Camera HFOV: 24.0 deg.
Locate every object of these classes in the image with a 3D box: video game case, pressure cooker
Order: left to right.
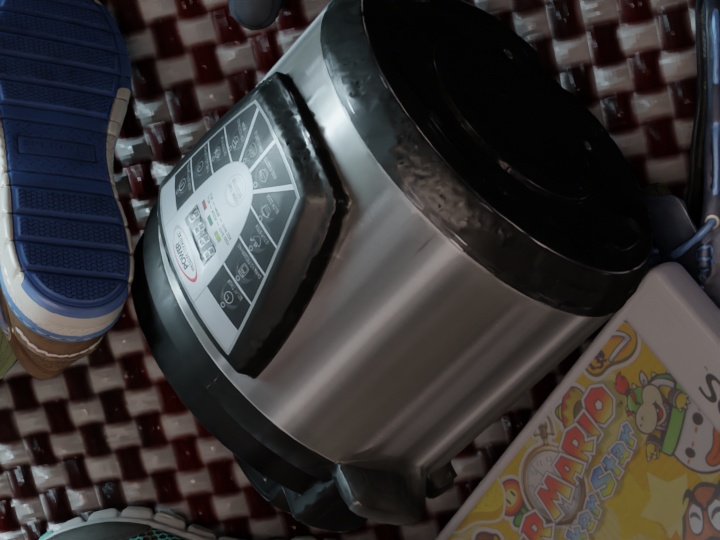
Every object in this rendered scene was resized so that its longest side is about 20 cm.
[{"bbox_3d":[0.002,0.001,0.718,0.179,0.176,0.200,43,119,-5],"label":"pressure cooker"},{"bbox_3d":[0.130,0.130,0.716,0.183,0.023,0.201,52,130,24],"label":"video game case"}]

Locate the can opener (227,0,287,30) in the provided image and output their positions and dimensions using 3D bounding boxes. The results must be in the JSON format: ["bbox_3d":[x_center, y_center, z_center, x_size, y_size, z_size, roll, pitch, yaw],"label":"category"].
[{"bbox_3d":[-0.032,-0.202,0.727,0.078,0.063,0.202,16,109,10],"label":"can opener"}]

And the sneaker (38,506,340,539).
[{"bbox_3d":[-0.088,0.169,0.834,0.197,0.091,0.079,0,106,11],"label":"sneaker"}]

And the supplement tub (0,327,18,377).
[{"bbox_3d":[-0.237,0.020,0.760,0.143,0.200,0.147,3,107,10],"label":"supplement tub"}]

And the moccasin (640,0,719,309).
[{"bbox_3d":[0.151,-0.026,0.744,0.067,0.080,0.202,11,95,-4],"label":"moccasin"}]

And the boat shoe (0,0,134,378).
[{"bbox_3d":[-0.144,-0.045,0.750,0.071,0.202,0.073,11,139,-23],"label":"boat shoe"}]
